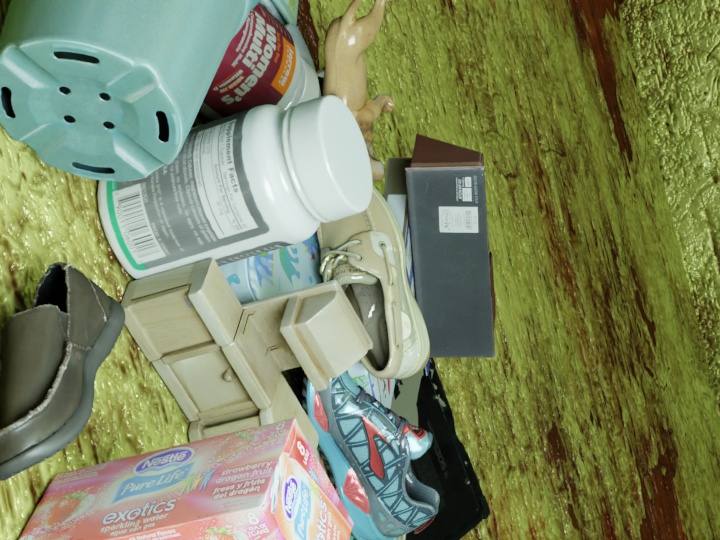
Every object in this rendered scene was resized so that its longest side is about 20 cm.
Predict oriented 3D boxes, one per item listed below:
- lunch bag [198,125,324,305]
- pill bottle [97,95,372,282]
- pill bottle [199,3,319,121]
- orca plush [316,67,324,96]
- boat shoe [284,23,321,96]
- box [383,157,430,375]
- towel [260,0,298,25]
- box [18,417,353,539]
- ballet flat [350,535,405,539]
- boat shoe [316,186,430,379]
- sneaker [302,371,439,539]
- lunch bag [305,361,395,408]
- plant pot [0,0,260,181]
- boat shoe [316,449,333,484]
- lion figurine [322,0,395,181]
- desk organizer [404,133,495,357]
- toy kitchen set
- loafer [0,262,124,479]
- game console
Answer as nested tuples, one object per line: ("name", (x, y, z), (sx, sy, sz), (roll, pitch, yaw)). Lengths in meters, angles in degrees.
("lunch bag", (-0.094, -0.027, 1.573), (0.161, 0.082, 0.201), (47, 35, -54))
("pill bottle", (-0.098, -0.066, 1.428), (0.113, 0.199, 0.114), (-15, 90, -69))
("pill bottle", (-0.119, -0.190, 1.585), (0.200, 0.109, 0.110), (35, 44, -58))
("orca plush", (-0.025, -0.159, 1.850), (0.106, 0.071, 0.200), (69, 22, -15))
("boat shoe", (-0.072, -0.133, 1.724), (0.074, 0.068, 0.201), (-28, 109, -72))
("box", (0.045, 0.002, 1.713), (0.201, 0.032, 0.122), (74, 18, -53))
("towel", (-0.113, -0.347, 1.792), (0.172, 0.048, 0.200), (-83, 150, -43))
("box", (-0.119, 0.183, 1.209), (0.103, 0.199, 0.095), (62, 26, -26))
("ballet flat", (0.009, 0.276, 1.672), (0.075, 0.067, 0.201), (81, 11, -61))
("boat shoe", (0.000, 0.000, 1.572), (0.065, 0.072, 0.201), (1, 67, -61))
("sneaker", (0.014, 0.138, 1.548), (0.079, 0.095, 0.201), (-74, 147, -63))
("lunch bag", (-0.011, 0.062, 1.685), (0.161, 0.075, 0.201), (79, 10, -48))
("plant pot", (-0.181, -0.187, 1.345), (0.201, 0.199, 0.197), (55, 37, -40))
("boat shoe", (-0.051, 0.224, 1.528), (0.072, 0.075, 0.201), (53, 31, -47))
("lion figurine", (-0.011, -0.179, 1.677), (0.122, 0.072, 0.201), (-45, 132, -60))
("desk organizer", (0.087, -0.023, 1.665), (0.077, 0.071, 0.201), (-77, 164, -59))
("toy kitchen set", (-0.084, 0.115, 1.393), (0.201, 0.162, 0.181), (61, 25, -31))
("loafer", (-0.221, 0.064, 1.212), (0.072, 0.073, 0.200), (54, 22, -22))
("game console", (0.048, 0.181, 1.876), (0.175, 0.116, 0.201), (-33, 108, -36))
